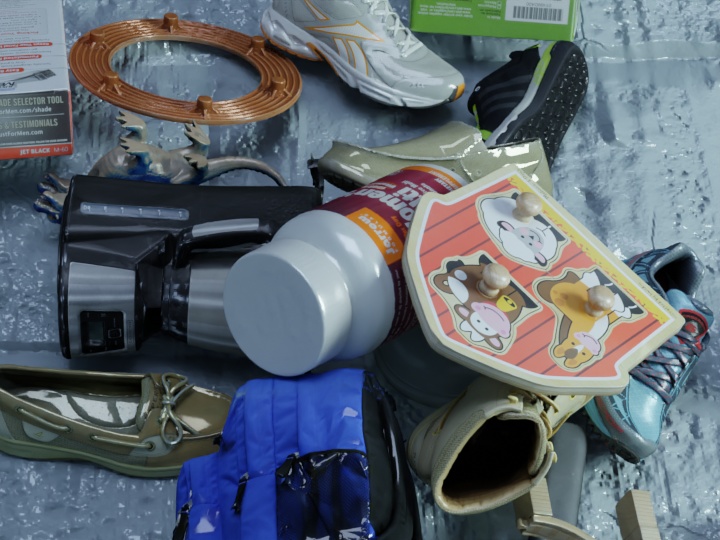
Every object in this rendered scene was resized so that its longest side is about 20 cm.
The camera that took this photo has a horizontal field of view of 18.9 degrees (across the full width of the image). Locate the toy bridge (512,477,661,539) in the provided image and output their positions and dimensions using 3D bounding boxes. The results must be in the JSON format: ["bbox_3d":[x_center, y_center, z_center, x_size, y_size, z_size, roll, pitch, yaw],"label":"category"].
[{"bbox_3d":[0.198,0.189,1.533,0.200,0.027,0.067,8,51,-23],"label":"toy bridge"}]

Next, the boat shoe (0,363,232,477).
[{"bbox_3d":[-0.181,0.103,1.603,0.200,0.063,0.073,6,48,3],"label":"boat shoe"}]

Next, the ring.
[{"bbox_3d":[-0.148,-0.176,1.846,0.200,0.019,0.201,7,30,-4],"label":"ring"}]

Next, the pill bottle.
[{"bbox_3d":[0.000,0.000,1.550,0.109,0.110,0.200,33,35,24],"label":"pill bottle"}]

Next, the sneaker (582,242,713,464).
[{"bbox_3d":[0.218,0.052,1.636,0.079,0.095,0.200,38,41,-27],"label":"sneaker"}]

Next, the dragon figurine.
[{"bbox_3d":[-0.165,-0.069,1.763,0.200,0.100,0.059,7,43,-24],"label":"dragon figurine"}]

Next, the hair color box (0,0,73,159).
[{"bbox_3d":[-0.298,-0.161,1.799,0.111,0.064,0.200,-4,28,-7],"label":"hair color box"}]

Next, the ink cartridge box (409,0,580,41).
[{"bbox_3d":[0.120,-0.273,1.962,0.147,0.076,0.200,4,21,1],"label":"ink cartridge box"}]

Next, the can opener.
[{"bbox_3d":[0.119,0.193,1.548,0.067,0.053,0.200,10,47,4],"label":"can opener"}]

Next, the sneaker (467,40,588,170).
[{"bbox_3d":[0.125,-0.123,1.840,0.083,0.072,0.200,4,42,34],"label":"sneaker"}]

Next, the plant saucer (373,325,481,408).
[{"bbox_3d":[0.098,0.018,1.661,0.200,0.050,0.200,-14,41,12],"label":"plant saucer"}]

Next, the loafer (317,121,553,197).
[{"bbox_3d":[0.061,-0.085,1.713,0.200,0.076,0.068,7,89,-23],"label":"loafer"}]

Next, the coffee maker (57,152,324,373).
[{"bbox_3d":[-0.130,-0.007,1.682,0.199,0.135,0.192,4,23,-1],"label":"coffee maker"}]

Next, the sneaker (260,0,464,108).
[{"bbox_3d":[0.006,-0.210,1.867,0.200,0.092,0.076,28,28,18],"label":"sneaker"}]

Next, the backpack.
[{"bbox_3d":[-0.042,0.167,1.489,0.167,0.163,0.200,-3,49,5],"label":"backpack"}]

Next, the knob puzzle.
[{"bbox_3d":[0.115,0.009,1.503,0.219,0.030,0.220,17,43,-16],"label":"knob puzzle"}]

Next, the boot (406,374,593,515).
[{"bbox_3d":[0.123,0.092,1.516,0.200,0.155,0.073,-36,95,-1],"label":"boot"}]
